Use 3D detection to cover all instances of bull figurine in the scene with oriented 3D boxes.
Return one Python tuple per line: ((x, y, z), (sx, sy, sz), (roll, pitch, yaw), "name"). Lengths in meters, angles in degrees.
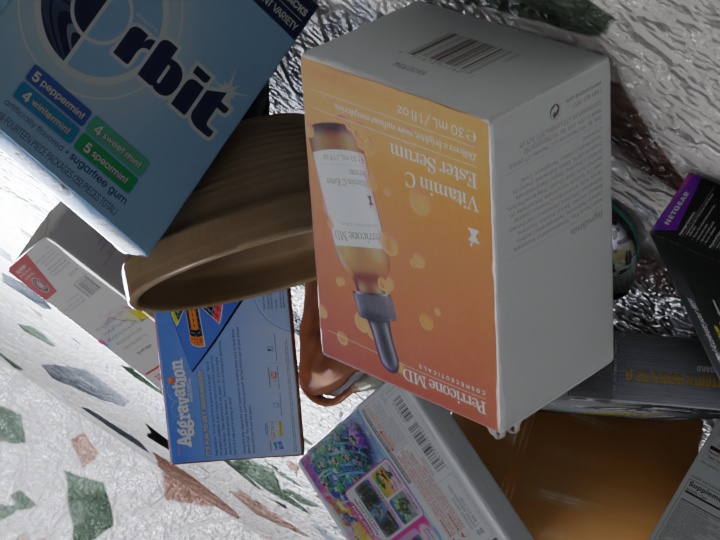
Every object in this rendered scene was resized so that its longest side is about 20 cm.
((0.000, 0.000, 1.729), (0.121, 0.202, 0.065), (4, -176, 32), "bull figurine")

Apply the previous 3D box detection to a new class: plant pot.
((-0.068, -0.045, 1.571), (0.201, 0.199, 0.093), (129, 125, -75), "plant pot")
((0.156, 0.148, 1.799), (0.182, 0.202, 0.200), (16, 163, 6), "plant pot")

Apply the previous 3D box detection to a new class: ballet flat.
((0.137, 0.010, 1.594), (0.072, 0.072, 0.200), (34, 165, 2), "ballet flat")

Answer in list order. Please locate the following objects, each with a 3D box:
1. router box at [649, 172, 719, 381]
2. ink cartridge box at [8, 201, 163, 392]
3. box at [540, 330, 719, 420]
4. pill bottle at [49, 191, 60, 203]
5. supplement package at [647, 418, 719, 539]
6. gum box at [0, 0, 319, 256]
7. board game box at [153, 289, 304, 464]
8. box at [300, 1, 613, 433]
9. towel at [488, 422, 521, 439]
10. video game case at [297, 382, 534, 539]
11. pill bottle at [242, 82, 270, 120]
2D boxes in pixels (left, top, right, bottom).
((0.268, 0.037, 1.424), (0.149, 0.051, 0.200), (26, 161, 34), "router box")
((-0.161, 0.024, 1.820), (0.200, 0.068, 0.116), (39, 155, -11), "ink cartridge box")
((0.173, 0.073, 1.621), (0.157, 0.049, 0.200), (5, 174, -20), "box")
((-0.147, -0.046, 1.907), (0.200, 0.111, 0.111), (38, 168, 22), "pill bottle")
((0.286, 0.220, 1.683), (0.146, 0.201, 0.191), (28, 165, 18), "supplement package")
((-0.144, -0.140, 1.475), (0.170, 0.201, 0.044), (41, 163, -26), "gum box")
((-0.100, 0.044, 1.749), (0.102, 0.202, 0.019), (-4, -163, 1), "board game box")
((0.058, -0.034, 1.384), (0.152, 0.106, 0.202), (21, 126, 39), "box")
((0.070, 0.000, 1.561), (0.133, 0.034, 0.201), (103, 149, -61), "towel")
((0.049, 0.185, 1.711), (0.201, 0.024, 0.182), (56, 145, 7), "video game case")
((-0.127, -0.113, 1.700), (0.112, 0.112, 0.200), (36, 166, -8), "pill bottle")
